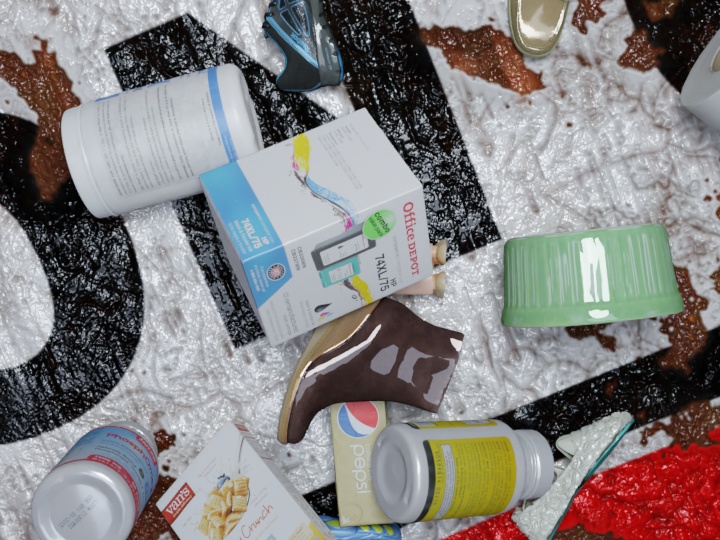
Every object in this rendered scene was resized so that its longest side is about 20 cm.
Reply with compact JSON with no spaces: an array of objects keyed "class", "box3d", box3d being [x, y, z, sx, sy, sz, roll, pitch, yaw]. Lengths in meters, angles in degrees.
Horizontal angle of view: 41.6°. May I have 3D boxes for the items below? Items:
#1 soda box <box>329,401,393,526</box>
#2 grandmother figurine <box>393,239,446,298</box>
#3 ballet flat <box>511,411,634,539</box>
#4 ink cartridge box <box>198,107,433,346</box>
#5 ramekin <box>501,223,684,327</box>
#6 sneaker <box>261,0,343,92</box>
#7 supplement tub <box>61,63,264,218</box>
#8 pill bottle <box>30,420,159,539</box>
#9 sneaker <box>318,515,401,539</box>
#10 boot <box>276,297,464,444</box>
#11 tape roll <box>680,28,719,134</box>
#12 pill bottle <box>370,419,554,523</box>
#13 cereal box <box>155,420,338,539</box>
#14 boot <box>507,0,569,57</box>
[{"class":"soda box","box3d":[0.000,0.202,1.147,0.067,0.064,0.201,-4,97,0]},{"class":"grandmother figurine","box3d":[0.000,0.000,1.125,0.199,0.061,0.122,3,71,2]},{"class":"ballet flat","box3d":[0.251,0.244,1.157,0.072,0.072,0.200,33,96,-5]},{"class":"ink cartridge box","box3d":[-0.044,-0.048,1.025,0.199,0.146,0.147,-24,140,-10]},{"class":"ramekin","box3d":[0.253,0.004,1.059,0.199,0.200,0.098,-6,90,0]},{"class":"sneaker","box3d":[-0.078,-0.301,1.070,0.082,0.073,0.201,-13,97,3]},{"class":"supplement tub","box3d":[-0.215,-0.144,1.062,0.199,0.132,0.133,-14,98,1]},{"class":"pill bottle","box3d":[-0.291,0.240,1.079,0.108,0.200,0.109,0,98,-1]},{"class":"sneaker","box3d":[-0.049,0.343,1.162,0.199,0.071,0.083,3,95,-2]},{"class":"boot","box3d":[0.010,0.128,1.064,0.166,0.072,0.201,24,85,3]},{"class":"tape roll","box3d":[0.440,-0.237,1.022,0.071,0.202,0.203,35,96,-6]},{"class":"pill bottle","box3d":[0.122,0.230,1.103,0.199,0.111,0.112,2,99,-27]},{"class":"cereal box","box3d":[-0.137,0.298,1.121,0.144,0.040,0.200,-49,62,5]},{"class":"boot","box3d":[0.213,-0.337,1.026,0.072,0.155,0.201,10,98,-2]}]
